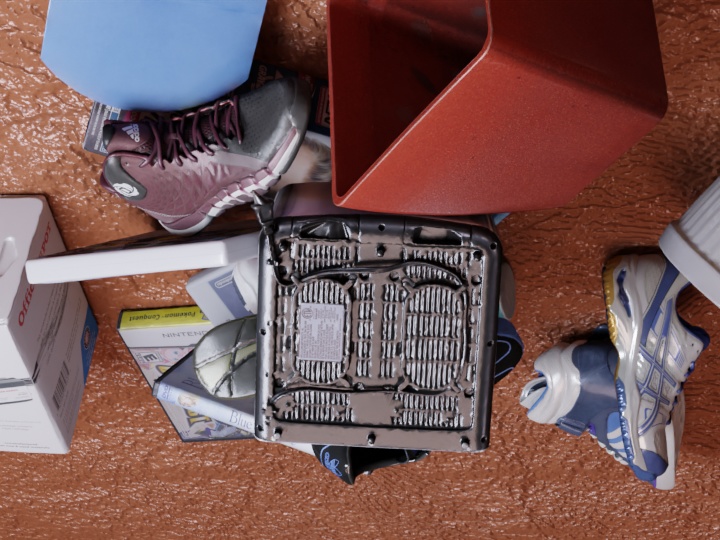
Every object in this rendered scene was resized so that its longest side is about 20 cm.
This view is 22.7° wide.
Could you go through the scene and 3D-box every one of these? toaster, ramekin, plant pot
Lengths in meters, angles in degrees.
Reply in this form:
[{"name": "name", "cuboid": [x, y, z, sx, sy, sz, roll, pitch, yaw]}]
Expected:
[{"name": "toaster", "cuboid": [0.010, 0.026, 1.331, 0.179, 0.119, 0.202, 2, 109, 0]}, {"name": "ramekin", "cuboid": [0.340, -0.004, 1.391, 0.199, 0.200, 0.105, 29, 106, -25]}, {"name": "plant pot", "cuboid": [0.101, -0.151, 1.256, 0.175, 0.201, 0.200, 16, 143, -26]}]

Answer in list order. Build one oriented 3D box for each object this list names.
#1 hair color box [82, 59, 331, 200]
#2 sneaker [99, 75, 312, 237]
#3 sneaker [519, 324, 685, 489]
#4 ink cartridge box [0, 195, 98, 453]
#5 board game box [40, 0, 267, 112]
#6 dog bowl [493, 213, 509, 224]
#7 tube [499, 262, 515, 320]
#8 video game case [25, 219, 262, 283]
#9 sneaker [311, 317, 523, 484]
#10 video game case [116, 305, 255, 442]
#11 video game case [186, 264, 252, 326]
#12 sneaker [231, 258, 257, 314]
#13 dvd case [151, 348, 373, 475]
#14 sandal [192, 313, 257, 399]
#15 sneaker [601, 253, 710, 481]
[{"name": "hair color box", "cuboid": [-0.113, -0.120, 1.430, 0.198, 0.061, 0.100, 15, 142, -10]}, {"name": "sneaker", "cuboid": [-0.130, -0.094, 1.343, 0.115, 0.076, 0.200, 21, 141, -30]}, {"name": "sneaker", "cuboid": [0.226, 0.132, 1.687, 0.145, 0.081, 0.201, 5, 146, 17]}, {"name": "ink cartridge box", "cuboid": [-0.309, 0.049, 1.611, 0.083, 0.145, 0.201, 1, 141, 10]}, {"name": "board game box", "cuboid": [-0.148, -0.211, 1.320, 0.157, 0.039, 0.201, 6, 127, -15]}, {"name": "dog bowl", "cuboid": [0.086, -0.084, 1.449, 0.111, 0.050, 0.200, 25, 138, -21]}, {"name": "tube", "cuboid": [0.038, 0.024, 1.604, 0.198, 0.051, 0.078, -4, 131, 22]}, {"name": "video game case", "cuboid": [-0.142, -0.019, 1.475, 0.199, 0.023, 0.182, -4, -174, 31]}, {"name": "sneaker", "cuboid": [0.054, 0.109, 1.446, 0.199, 0.078, 0.070, -27, 130, -11]}, {"name": "video game case", "cuboid": [-0.120, 0.101, 1.742, 0.179, 0.026, 0.201, -4, 140, 15]}, {"name": "video game case", "cuboid": [-0.031, 0.046, 1.595, 0.199, 0.023, 0.183, -24, 111, 33]}, {"name": "sneaker", "cuboid": [0.000, 0.000, 1.477, 0.198, 0.080, 0.130, 24, 126, 4]}, {"name": "dvd case", "cuboid": [-0.065, 0.113, 1.544, 0.199, 0.143, 0.018, 19, 108, 10]}, {"name": "sandal", "cuboid": [-0.035, 0.056, 1.440, 0.199, 0.081, 0.057, -8, 178, 8]}, {"name": "sneaker", "cuboid": [0.261, 0.084, 1.549, 0.087, 0.075, 0.202, -6, 103, 5]}]
